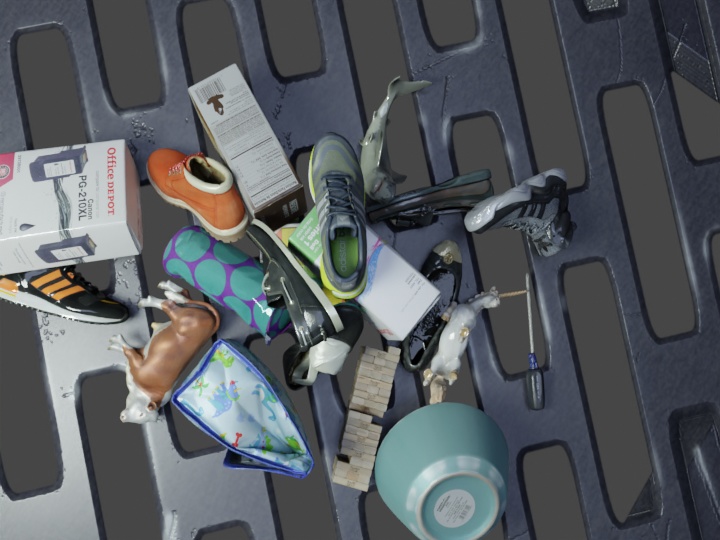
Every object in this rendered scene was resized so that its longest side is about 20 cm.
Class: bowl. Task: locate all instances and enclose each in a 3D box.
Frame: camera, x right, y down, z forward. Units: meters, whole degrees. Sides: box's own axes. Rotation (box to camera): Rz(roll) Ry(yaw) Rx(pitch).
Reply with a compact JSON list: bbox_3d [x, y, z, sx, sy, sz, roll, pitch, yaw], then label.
[{"bbox_3d":[0.124,0.296,1.079,0.196,0.105,0.206,-3,109,-8],"label":"bowl"}]

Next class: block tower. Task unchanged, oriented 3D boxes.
[{"bbox_3d":[0.007,0.206,1.134,0.057,0.054,0.205,16,85,-4],"label":"block tower"}]

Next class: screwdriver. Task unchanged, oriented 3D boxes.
[{"bbox_3d":[0.253,0.107,1.178,0.028,0.028,0.205,-10,85,23],"label":"screwdriver"}]

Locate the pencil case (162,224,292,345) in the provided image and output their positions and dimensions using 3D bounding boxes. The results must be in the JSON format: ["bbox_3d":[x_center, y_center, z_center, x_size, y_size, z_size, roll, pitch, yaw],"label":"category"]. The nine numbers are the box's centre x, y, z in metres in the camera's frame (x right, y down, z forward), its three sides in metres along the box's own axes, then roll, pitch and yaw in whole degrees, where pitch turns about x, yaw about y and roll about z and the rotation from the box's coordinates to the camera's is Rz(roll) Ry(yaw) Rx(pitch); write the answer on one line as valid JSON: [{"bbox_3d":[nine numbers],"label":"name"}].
[{"bbox_3d":[-0.176,0.017,1.089,0.198,0.094,0.085,32,45,16],"label":"pencil case"}]

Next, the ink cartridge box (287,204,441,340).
[{"bbox_3d":[0.000,0.000,1.062,0.199,0.145,0.084,41,83,-2],"label":"ink cartridge box"}]

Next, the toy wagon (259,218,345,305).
[{"bbox_3d":[-0.049,-0.007,1.150,0.195,0.040,0.159,-2,87,-5],"label":"toy wagon"}]

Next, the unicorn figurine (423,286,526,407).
[{"bbox_3d":[0.144,0.093,1.130,0.073,0.137,0.202,38,104,11],"label":"unicorn figurine"}]

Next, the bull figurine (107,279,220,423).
[{"bbox_3d":[-0.285,0.115,1.106,0.121,0.065,0.201,40,87,-2],"label":"bull figurine"}]

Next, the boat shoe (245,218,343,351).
[{"bbox_3d":[-0.099,0.013,1.002,0.067,0.072,0.201,-35,63,-5],"label":"boat shoe"}]

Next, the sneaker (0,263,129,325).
[{"bbox_3d":[-0.415,0.016,1.100,0.196,0.070,0.092,15,88,-2],"label":"sneaker"}]

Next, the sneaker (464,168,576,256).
[{"bbox_3d":[0.243,-0.068,1.141,0.198,0.075,0.116,-26,94,-31],"label":"sneaker"}]

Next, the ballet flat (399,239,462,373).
[{"bbox_3d":[0.109,0.053,1.151,0.065,0.057,0.204,17,85,-5],"label":"ballet flat"}]

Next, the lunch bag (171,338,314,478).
[{"bbox_3d":[-0.146,0.196,1.063,0.199,0.170,0.128,39,84,-3],"label":"lunch bag"}]

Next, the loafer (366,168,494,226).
[{"bbox_3d":[0.108,-0.094,1.157,0.196,0.072,0.064,-18,94,-8],"label":"loafer"}]

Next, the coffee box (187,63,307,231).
[{"bbox_3d":[-0.154,-0.164,1.096,0.079,0.115,0.203,-28,79,-7],"label":"coffee box"}]

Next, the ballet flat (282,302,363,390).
[{"bbox_3d":[-0.051,0.114,1.068,0.067,0.200,0.070,19,56,-18],"label":"ballet flat"}]

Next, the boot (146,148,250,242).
[{"bbox_3d":[-0.232,-0.133,1.083,0.198,0.108,0.075,34,63,27],"label":"boot"}]

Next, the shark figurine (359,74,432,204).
[{"bbox_3d":[0.043,-0.176,1.165,0.088,0.127,0.219,22,65,-28],"label":"shark figurine"}]

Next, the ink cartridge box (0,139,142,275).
[{"bbox_3d":[-0.406,-0.088,1.074,0.195,0.085,0.147,-8,60,-6],"label":"ink cartridge box"}]

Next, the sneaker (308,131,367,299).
[{"bbox_3d":[-0.021,-0.069,0.950,0.072,0.081,0.205,-9,86,-7],"label":"sneaker"}]
